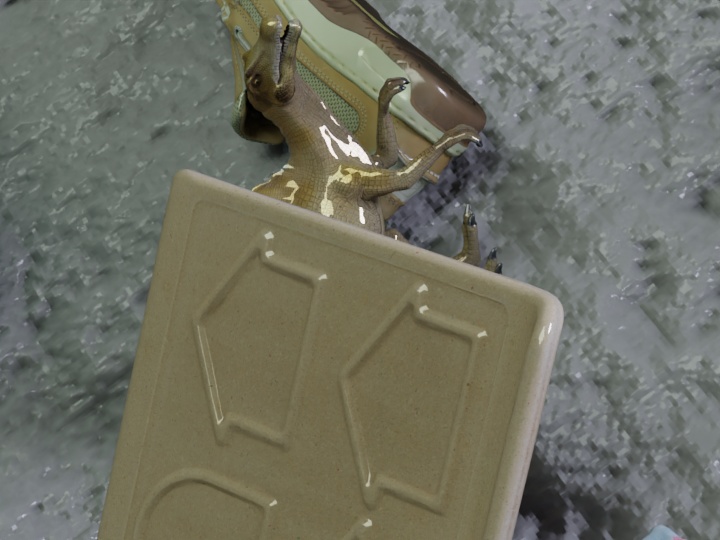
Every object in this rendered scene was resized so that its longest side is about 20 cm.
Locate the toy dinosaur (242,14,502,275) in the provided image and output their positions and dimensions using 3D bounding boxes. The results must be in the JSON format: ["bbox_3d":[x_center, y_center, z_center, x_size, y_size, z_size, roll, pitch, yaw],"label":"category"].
[{"bbox_3d":[0.000,0.000,1.043,0.101,0.201,0.058,-8,4,-7],"label":"toy dinosaur"}]

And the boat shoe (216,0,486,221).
[{"bbox_3d":[-0.030,-0.088,1.136,0.076,0.072,0.200,-52,41,9],"label":"boat shoe"}]

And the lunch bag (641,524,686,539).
[{"bbox_3d":[0.093,0.206,0.803,0.200,0.127,0.169,-43,48,-20],"label":"lunch bag"}]

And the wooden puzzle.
[{"bbox_3d":[-0.012,0.075,0.971,0.200,0.046,0.186,20,101,42],"label":"wooden puzzle"}]
